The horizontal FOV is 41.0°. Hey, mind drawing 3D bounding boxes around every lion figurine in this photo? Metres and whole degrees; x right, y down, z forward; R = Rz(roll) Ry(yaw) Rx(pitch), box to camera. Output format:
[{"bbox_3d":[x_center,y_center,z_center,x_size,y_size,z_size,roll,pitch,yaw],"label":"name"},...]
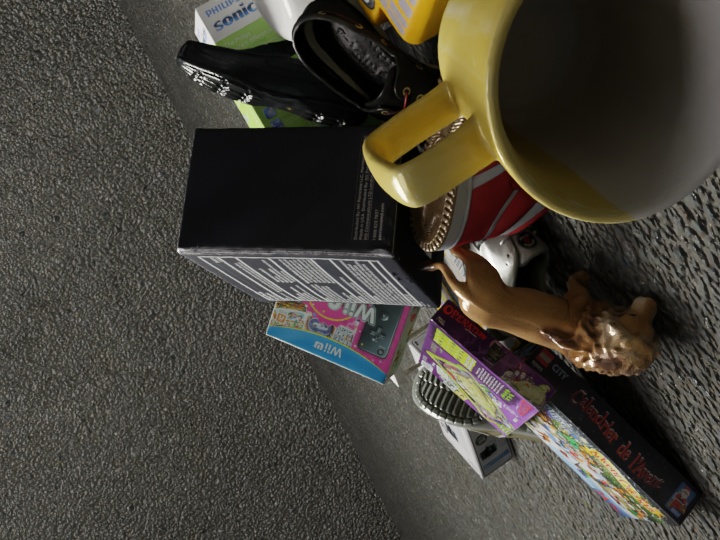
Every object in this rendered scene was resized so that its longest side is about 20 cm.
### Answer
[{"bbox_3d":[0.139,0.032,0.780,0.123,0.198,0.073,-67,-15,-69],"label":"lion figurine"}]

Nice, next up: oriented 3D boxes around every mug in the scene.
[{"bbox_3d":[0.096,-0.120,0.532,0.153,0.185,0.151,-125,35,-65],"label":"mug"}]

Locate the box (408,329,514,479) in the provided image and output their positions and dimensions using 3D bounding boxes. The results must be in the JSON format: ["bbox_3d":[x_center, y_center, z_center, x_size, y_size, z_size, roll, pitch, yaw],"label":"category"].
[{"bbox_3d":[0.144,0.184,1.359,0.117,0.060,0.201,44,162,53],"label":"box"}]

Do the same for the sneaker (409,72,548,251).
[{"bbox_3d":[0.115,-0.108,0.764,0.071,0.112,0.201,52,137,40],"label":"sneaker"}]

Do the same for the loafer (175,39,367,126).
[{"bbox_3d":[-0.082,-0.197,0.957,0.068,0.199,0.071,176,106,-74],"label":"loafer"}]

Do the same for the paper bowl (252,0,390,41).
[{"bbox_3d":[-0.055,-0.296,0.891,0.201,0.104,0.201,56,170,16],"label":"paper bowl"}]

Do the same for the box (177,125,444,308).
[{"bbox_3d":[-0.035,-0.046,0.896,0.200,0.196,0.125,43,-131,-69],"label":"box"}]

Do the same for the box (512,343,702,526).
[{"bbox_3d":[0.213,0.156,0.919,0.200,0.038,0.137,44,168,2],"label":"box"}]

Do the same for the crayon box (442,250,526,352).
[{"bbox_3d":[0.135,0.034,1.037,0.126,0.051,0.200,56,168,12],"label":"crayon box"}]

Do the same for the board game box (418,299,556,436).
[{"bbox_3d":[0.110,0.096,0.890,0.120,0.032,0.200,44,169,11],"label":"board game box"}]

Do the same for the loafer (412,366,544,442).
[{"bbox_3d":[0.150,0.155,1.062,0.198,0.076,0.070,14,159,27],"label":"loafer"}]

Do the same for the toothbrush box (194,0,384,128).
[{"bbox_3d":[-0.068,-0.216,1.037,0.201,0.145,0.086,59,169,-3],"label":"toothbrush box"}]

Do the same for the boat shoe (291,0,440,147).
[{"bbox_3d":[0.028,-0.153,0.817,0.201,0.063,0.074,38,129,-6],"label":"boat shoe"}]

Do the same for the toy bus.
[{"bbox_3d":[0.049,-0.232,0.701,0.079,0.065,0.200,56,168,7],"label":"toy bus"}]

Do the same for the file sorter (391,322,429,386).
[{"bbox_3d":[0.039,0.008,1.201,0.139,0.124,0.201,45,162,53],"label":"file sorter"}]

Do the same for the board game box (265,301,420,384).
[{"bbox_3d":[0.000,0.000,1.044,0.146,0.202,0.064,21,-167,11],"label":"board game box"}]

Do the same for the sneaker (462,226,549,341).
[{"bbox_3d":[0.129,-0.036,0.872,0.088,0.074,0.202,-12,102,55],"label":"sneaker"}]
